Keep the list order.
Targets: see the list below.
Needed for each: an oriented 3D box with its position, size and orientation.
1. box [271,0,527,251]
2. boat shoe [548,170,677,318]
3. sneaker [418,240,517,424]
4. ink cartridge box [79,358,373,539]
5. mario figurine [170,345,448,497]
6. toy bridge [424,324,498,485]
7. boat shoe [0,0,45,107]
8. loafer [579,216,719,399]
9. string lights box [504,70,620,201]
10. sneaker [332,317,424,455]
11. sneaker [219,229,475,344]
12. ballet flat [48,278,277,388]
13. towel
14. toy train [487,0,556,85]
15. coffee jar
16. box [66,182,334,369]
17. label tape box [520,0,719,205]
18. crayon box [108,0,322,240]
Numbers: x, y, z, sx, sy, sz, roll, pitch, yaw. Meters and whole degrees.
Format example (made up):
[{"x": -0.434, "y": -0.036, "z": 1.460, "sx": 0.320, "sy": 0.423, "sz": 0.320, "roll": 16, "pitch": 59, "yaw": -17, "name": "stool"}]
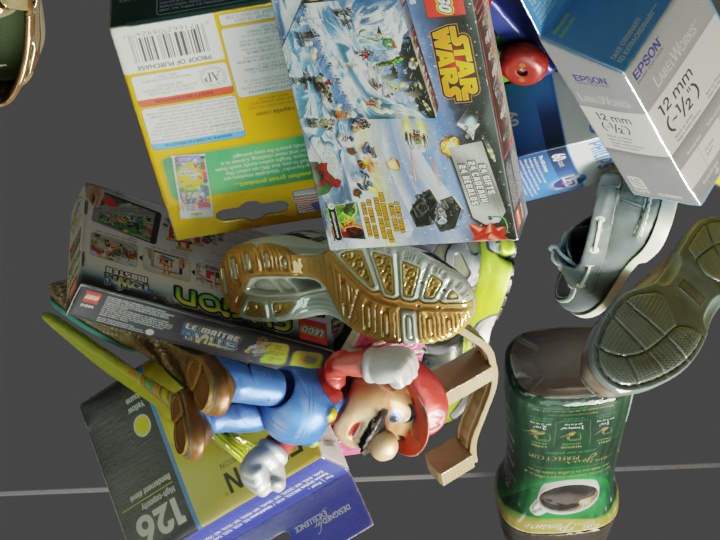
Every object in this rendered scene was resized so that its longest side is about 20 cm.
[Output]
[{"x": 0.027, "y": -0.111, "z": 1.505, "sx": 0.136, "sy": 0.040, "sz": 0.201, "roll": -2, "pitch": 121, "yaw": 18, "name": "box"}, {"x": 0.174, "y": -0.023, "z": 1.679, "sx": 0.061, "sy": 0.073, "sz": 0.200, "roll": 17, "pitch": 158, "yaw": -8, "name": "boat shoe"}, {"x": 0.063, "y": 0.035, "z": 1.760, "sx": 0.080, "sy": 0.074, "sz": 0.201, "roll": 11, "pitch": 125, "yaw": -5, "name": "sneaker"}, {"x": -0.110, "y": 0.149, "z": 1.768, "sx": 0.197, "sy": 0.201, "sz": 0.047, "roll": -33, "pitch": 157, "yaw": 24, "name": "ink cartridge box"}, {"x": -0.026, "y": 0.106, "z": 1.606, "sx": 0.199, "sy": 0.107, "sz": 0.123, "roll": 0, "pitch": 176, "yaw": -25, "name": "mario figurine"}, {"x": 0.071, "y": 0.084, "z": 1.716, "sx": 0.067, "sy": 0.027, "sz": 0.201, "roll": -30, "pitch": 140, "yaw": -15, "name": "toy bridge"}, {"x": -0.244, "y": -0.195, "z": 1.505, "sx": 0.075, "sy": 0.074, "sz": 0.201, "roll": -5, "pitch": 134, "yaw": 0, "name": "boat shoe"}, {"x": 0.221, "y": 0.038, "z": 1.692, "sx": 0.072, "sy": 0.200, "sz": 0.063, "roll": 47, "pitch": 143, "yaw": 1, "name": "loafer"}, {"x": 0.083, "y": -0.082, "z": 1.620, "sx": 0.199, "sy": 0.059, "sz": 0.103, "roll": -14, "pitch": 162, "yaw": 9, "name": "string lights box"}, {"x": -0.005, "y": 0.063, "z": 1.750, "sx": 0.073, "sy": 0.088, "sz": 0.200, "roll": -16, "pitch": 151, "yaw": -17, "name": "sneaker"}, {"x": 0.000, "y": 0.000, "z": 1.628, "sx": 0.199, "sy": 0.088, "sz": 0.076, "roll": 10, "pitch": 110, "yaw": 27, "name": "sneaker"}, {"x": -0.143, "y": 0.043, "z": 1.719, "sx": 0.199, "sy": 0.070, "sz": 0.066, "roll": 30, "pitch": 108, "yaw": 9, "name": "ballet flat"}, {"x": -0.161, "y": 0.084, "z": 1.714, "sx": 0.018, "sy": 0.200, "sz": 0.086, "roll": -52, "pitch": 133, "yaw": -10, "name": "towel"}, {"x": 0.040, "y": -0.196, "z": 1.529, "sx": 0.115, "sy": 0.085, "sz": 0.200, "roll": -19, "pitch": 134, "yaw": 32, "name": "toy train"}, {"x": 0.163, "y": 0.142, "z": 1.849, "sx": 0.103, "sy": 0.086, "sz": 0.201, "roll": -3, "pitch": 133, "yaw": -5, "name": "coffee jar"}, {"x": -0.118, "y": 0.008, "z": 1.685, "sx": 0.199, "sy": 0.111, "sz": 0.035, "roll": 16, "pitch": 131, "yaw": -18, "name": "box"}, {"x": 0.201, "y": -0.163, "z": 1.518, "sx": 0.066, "sy": 0.144, "sz": 0.200, "roll": 15, "pitch": 151, "yaw": 42, "name": "label tape box"}, {"x": -0.093, "y": -0.118, "z": 1.606, "sx": 0.125, "sy": 0.052, "sz": 0.201, "roll": -9, "pitch": 133, "yaw": 5, "name": "crayon box"}]
